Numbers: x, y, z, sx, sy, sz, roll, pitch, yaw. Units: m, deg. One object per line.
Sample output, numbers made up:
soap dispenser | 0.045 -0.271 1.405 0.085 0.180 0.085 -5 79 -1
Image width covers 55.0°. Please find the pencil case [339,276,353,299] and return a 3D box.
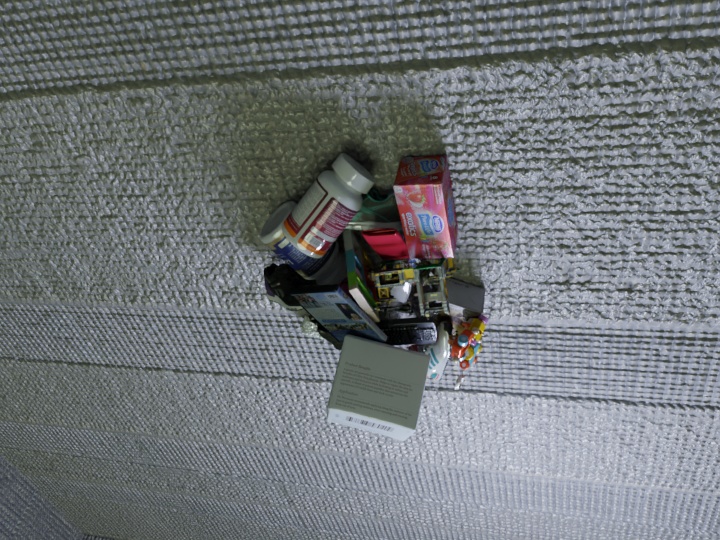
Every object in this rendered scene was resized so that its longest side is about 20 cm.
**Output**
pencil case | 0.004 0.103 1.701 0.093 0.091 0.201 -29 126 -3

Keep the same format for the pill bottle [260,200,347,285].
pill bottle | -0.120 -0.052 1.559 0.115 0.116 0.200 -27 121 38

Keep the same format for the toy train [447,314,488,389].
toy train | 0.226 0.174 1.550 0.055 0.151 0.201 27 149 22

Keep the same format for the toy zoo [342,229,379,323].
toy zoo | 0.000 0.000 1.514 0.020 0.202 0.132 -19 137 14

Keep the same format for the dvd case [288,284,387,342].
dvd case | -0.048 0.097 1.497 0.141 0.018 0.200 -4 141 40

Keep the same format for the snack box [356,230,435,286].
snack box | 0.082 -0.045 1.564 0.071 0.024 0.200 -26 122 36

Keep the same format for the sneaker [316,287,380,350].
sneaker | -0.026 0.105 1.603 0.090 0.076 0.200 32 119 -23

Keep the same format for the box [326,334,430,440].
box | 0.035 0.268 1.557 0.196 0.173 0.200 14 160 0

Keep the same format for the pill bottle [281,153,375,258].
pill bottle | -0.064 -0.132 1.413 0.109 0.110 0.200 35 107 -18

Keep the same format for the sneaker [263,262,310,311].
sneaker | -0.167 0.033 1.596 0.199 0.075 0.089 11 122 49

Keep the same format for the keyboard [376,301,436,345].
keyboard | 0.069 0.125 1.550 0.197 0.021 0.128 -6 127 15

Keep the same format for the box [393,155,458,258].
box | 0.137 -0.126 1.407 0.098 0.096 0.201 -1 135 17

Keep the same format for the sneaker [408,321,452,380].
sneaker | 0.160 0.189 1.627 0.092 0.071 0.201 9 141 2

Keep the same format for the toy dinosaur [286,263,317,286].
toy dinosaur | -0.138 0.019 1.664 0.200 0.077 0.102 40 150 -13

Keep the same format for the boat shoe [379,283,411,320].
boat shoe | 0.070 0.099 1.616 0.070 0.070 0.201 13 123 -19

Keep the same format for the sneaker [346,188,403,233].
sneaker | 0.009 -0.131 1.474 0.198 0.077 0.093 8 99 26

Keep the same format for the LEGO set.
LEGO set | 0.119 0.040 1.470 0.197 0.154 0.117 -8 102 9

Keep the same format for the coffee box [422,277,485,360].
coffee box | 0.211 0.118 1.648 0.112 0.080 0.201 16 138 0

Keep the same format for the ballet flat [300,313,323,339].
ballet flat | -0.061 0.154 1.795 0.197 0.072 0.072 11 138 8

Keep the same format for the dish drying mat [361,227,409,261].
dish drying mat | 0.062 -0.053 1.458 0.076 0.018 0.200 -5 166 13
